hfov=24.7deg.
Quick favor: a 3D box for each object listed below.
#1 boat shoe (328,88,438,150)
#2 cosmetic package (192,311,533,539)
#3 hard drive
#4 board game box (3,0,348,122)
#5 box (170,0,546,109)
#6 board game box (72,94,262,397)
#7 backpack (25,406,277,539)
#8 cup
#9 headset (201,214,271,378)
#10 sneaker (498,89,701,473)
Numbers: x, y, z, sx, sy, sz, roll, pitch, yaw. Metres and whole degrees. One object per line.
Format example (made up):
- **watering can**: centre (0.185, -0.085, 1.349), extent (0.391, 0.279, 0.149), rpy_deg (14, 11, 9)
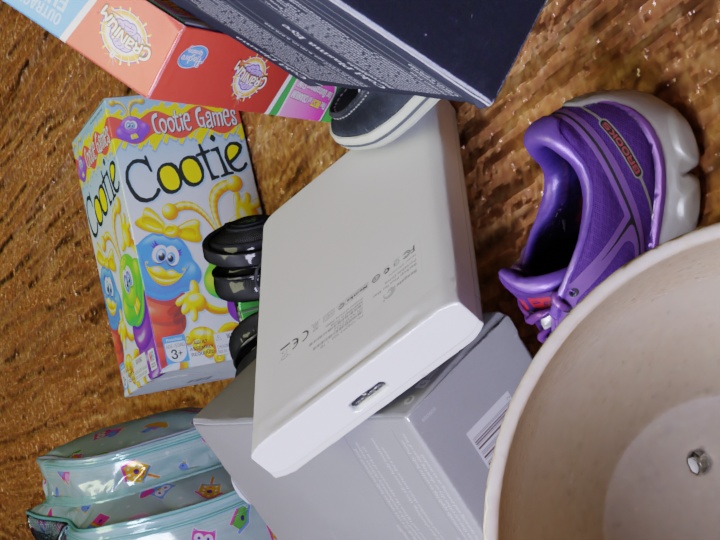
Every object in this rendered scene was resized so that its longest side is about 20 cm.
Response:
- **boat shoe**: centre (0.029, -0.122, 0.833), extent (0.075, 0.062, 0.200), rpy_deg (-60, 12, -28)
- **cosmetic package**: centre (0.013, 0.091, 0.858), extent (0.200, 0.090, 0.107), rpy_deg (-3, 125, 55)
- **hard drive**: centre (0.000, 0.000, 0.837), extent (0.132, 0.026, 0.200), rpy_deg (-38, 27, 22)
- **board game box**: centre (-0.103, -0.137, 0.868), extent (0.153, 0.200, 0.040), rpy_deg (35, 106, 22)
- **box**: centre (0.019, -0.184, 0.701), extent (0.201, 0.104, 0.182), rpy_deg (-63, 25, -5)
- **board game box**: centre (-0.133, -0.021, 1.208), extent (0.103, 0.104, 0.201), rpy_deg (-33, 69, 63)
- **backpack**: centre (-0.144, 0.186, 1.221), extent (0.200, 0.175, 0.154), rpy_deg (12, 113, 60)
- **cup**: centre (0.140, 0.090, 0.569), extent (0.143, 0.199, 0.201), rpy_deg (66, -168, -83)
- **headset**: centre (-0.043, 0.020, 1.027), extent (0.200, 0.093, 0.124), rpy_deg (139, 116, -80)
- **sneaker**: centre (0.100, 0.022, 0.728), extent (0.081, 0.083, 0.201), rpy_deg (-166, 68, -65)
